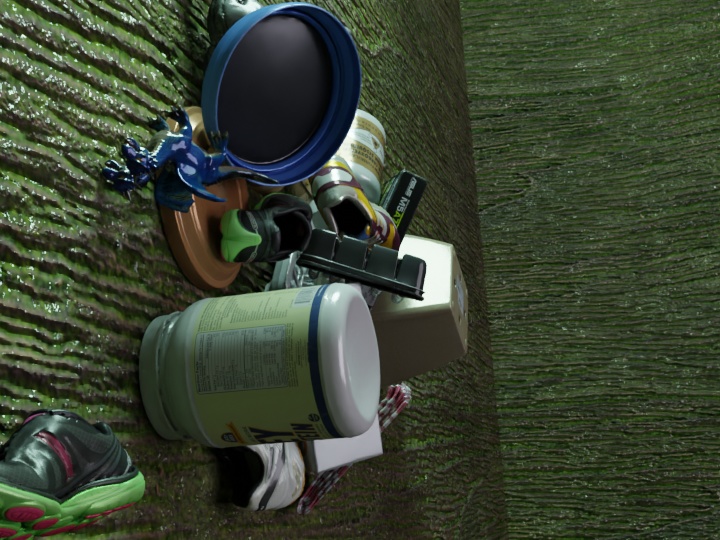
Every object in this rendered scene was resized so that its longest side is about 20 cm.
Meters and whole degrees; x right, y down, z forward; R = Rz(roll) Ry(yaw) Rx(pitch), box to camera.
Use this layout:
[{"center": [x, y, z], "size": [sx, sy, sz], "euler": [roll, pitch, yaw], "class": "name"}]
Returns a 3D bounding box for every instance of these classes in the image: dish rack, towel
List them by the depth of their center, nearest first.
[{"center": [0.000, 0.000, 1.232], "size": [0.200, 0.153, 0.055], "euler": [122, -14, -81], "class": "dish rack"}, {"center": [-0.008, 0.223, 1.282], "size": [0.030, 0.200, 0.146], "euler": [42, -1, 7], "class": "towel"}, {"center": [-0.077, 0.042, 1.345], "size": [0.172, 0.043, 0.200], "euler": [-81, 158, -48], "class": "dish rack"}]

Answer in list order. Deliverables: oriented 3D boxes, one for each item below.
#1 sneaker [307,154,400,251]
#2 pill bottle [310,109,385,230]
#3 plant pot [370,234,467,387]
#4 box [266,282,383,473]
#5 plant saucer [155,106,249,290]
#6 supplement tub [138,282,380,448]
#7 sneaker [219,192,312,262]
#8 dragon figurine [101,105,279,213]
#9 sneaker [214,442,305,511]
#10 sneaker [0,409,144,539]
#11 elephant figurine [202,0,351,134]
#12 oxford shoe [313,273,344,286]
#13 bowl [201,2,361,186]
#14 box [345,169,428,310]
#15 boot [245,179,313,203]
[{"center": [-0.004, -0.054, 1.281], "size": [0.200, 0.075, 0.090], "euler": [47, 20, -44], "class": "sneaker"}, {"center": [-0.025, -0.133, 1.472], "size": [0.114, 0.114, 0.200], "euler": [67, 22, -46], "class": "pill bottle"}, {"center": [0.079, 0.057, 1.658], "size": [0.200, 0.177, 0.200], "euler": [67, 23, -47], "class": "plant pot"}, {"center": [-0.059, 0.120, 1.163], "size": [0.097, 0.124, 0.200], "euler": [-8, 92, -36], "class": "box"}, {"center": [-0.164, -0.079, 1.099], "size": [0.200, 0.032, 0.201], "euler": [-6, 90, -74], "class": "plant saucer"}, {"center": [-0.093, 0.093, 0.959], "size": [0.145, 0.200, 0.145], "euler": [-7, 90, -75], "class": "supplement tub"}, {"center": [-0.089, -0.041, 1.123], "size": [0.200, 0.084, 0.077], "euler": [-42, 137, -70], "class": "sneaker"}, {"center": [-0.165, -0.091, 0.974], "size": [0.200, 0.059, 0.100], "euler": [32, 53, -49], "class": "dragon figurine"}, {"center": [-0.118, 0.160, 1.082], "size": [0.088, 0.076, 0.200], "euler": [-2, 73, -52], "class": "sneaker"}, {"center": [-0.228, 0.140, 0.694], "size": [0.084, 0.077, 0.200], "euler": [64, 11, 14], "class": "sneaker"}, {"center": [-0.122, -0.260, 1.164], "size": [0.200, 0.142, 0.155], "euler": [14, 24, -39], "class": "elephant figurine"}, {"center": [-0.032, 0.053, 1.316], "size": [0.200, 0.058, 0.075], "euler": [-82, 158, -47], "class": "oxford shoe"}, {"center": [-0.086, -0.192, 1.096], "size": [0.201, 0.039, 0.201], "euler": [-23, 126, -35], "class": "bowl"}, {"center": [0.026, -0.041, 1.468], "size": [0.193, 0.047, 0.200], "euler": [154, -40, -84], "class": "box"}, {"center": [-0.097, -0.128, 1.278], "size": [0.200, 0.073, 0.156], "euler": [-98, 170, -46], "class": "boot"}]
